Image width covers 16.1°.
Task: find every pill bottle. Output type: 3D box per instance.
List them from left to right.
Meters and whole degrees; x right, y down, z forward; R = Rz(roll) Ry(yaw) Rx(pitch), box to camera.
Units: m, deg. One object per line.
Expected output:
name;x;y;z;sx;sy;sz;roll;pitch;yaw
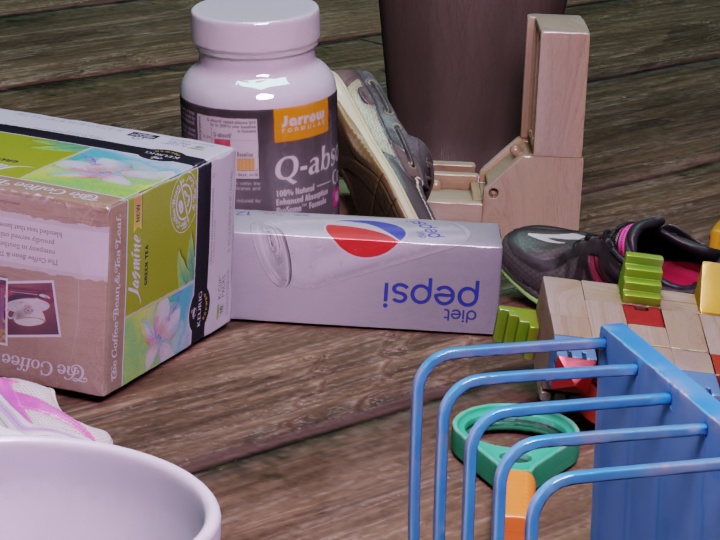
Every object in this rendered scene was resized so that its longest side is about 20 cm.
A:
pill bottle;-0.074;-0.097;1.878;0.116;0.200;0.116;-1;20;0

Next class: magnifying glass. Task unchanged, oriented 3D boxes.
magnifying glass;0.092;0.118;1.518;0.079;0.022;0.200;4;17;3

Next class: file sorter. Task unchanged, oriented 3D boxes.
file sorter;0.109;0.125;1.276;0.123;0.139;0.200;-3;17;-15

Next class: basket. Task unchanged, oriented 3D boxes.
basket;0.089;-0.179;2.169;0.180;0.200;0.136;7;7;16

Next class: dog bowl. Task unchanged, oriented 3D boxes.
dog bowl;-0.170;0.151;1.257;0.200;0.079;0.200;3;17;-1

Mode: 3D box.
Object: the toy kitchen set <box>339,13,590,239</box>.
toy kitchen set;0.072;-0.118;2.028;0.200;0.181;0.163;2;16;-1

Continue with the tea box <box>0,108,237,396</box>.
tea box;-0.213;-0.017;1.713;0.200;0.134;0.197;9;18;19

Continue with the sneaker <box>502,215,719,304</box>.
sneaker;0.191;-0.009;1.830;0.200;0.084;0.077;10;45;26

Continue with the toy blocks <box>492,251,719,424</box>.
toy blocks;0.190;0.067;1.611;0.200;0.100;0.137;7;28;-5

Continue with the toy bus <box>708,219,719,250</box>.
toy bus;0.352;0.007;1.836;0.200;0.078;0.065;8;18;16

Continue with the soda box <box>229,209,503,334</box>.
soda box;0.000;0.000;1.813;0.200;0.068;0.063;4;17;0

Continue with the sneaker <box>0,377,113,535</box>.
sneaker;-0.219;0.097;1.443;0.200;0.081;0.088;25;25;33

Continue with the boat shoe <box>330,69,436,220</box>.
boat shoe;0.025;-0.075;1.907;0.066;0.072;0.201;-18;63;-25
